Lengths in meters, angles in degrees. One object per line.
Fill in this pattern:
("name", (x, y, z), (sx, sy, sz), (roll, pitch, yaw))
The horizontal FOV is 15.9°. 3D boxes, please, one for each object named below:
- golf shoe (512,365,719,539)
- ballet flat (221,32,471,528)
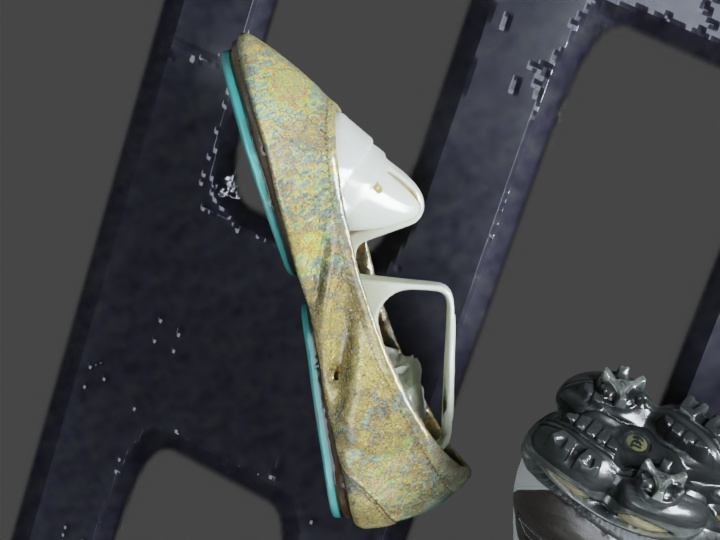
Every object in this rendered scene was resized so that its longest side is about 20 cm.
("golf shoe", (0.144, 0.121, 0.956), (0.200, 0.078, 0.095), (36, 134, 16))
("ballet flat", (0.000, 0.000, 0.997), (0.071, 0.071, 0.200), (-10, 98, 29))
